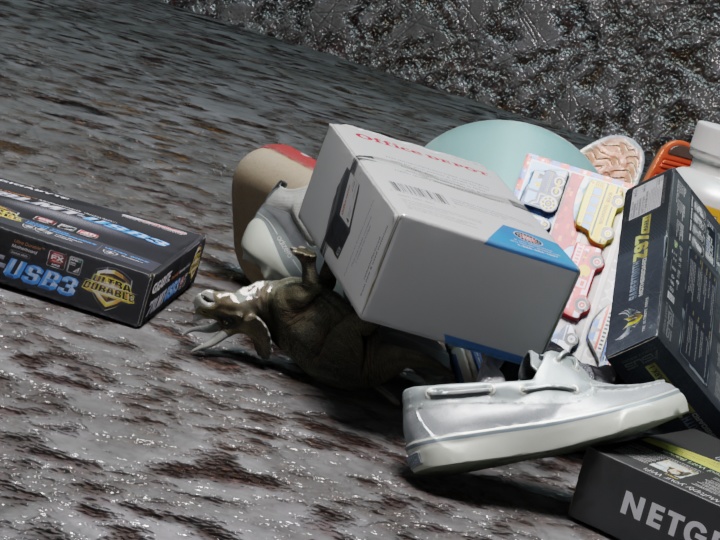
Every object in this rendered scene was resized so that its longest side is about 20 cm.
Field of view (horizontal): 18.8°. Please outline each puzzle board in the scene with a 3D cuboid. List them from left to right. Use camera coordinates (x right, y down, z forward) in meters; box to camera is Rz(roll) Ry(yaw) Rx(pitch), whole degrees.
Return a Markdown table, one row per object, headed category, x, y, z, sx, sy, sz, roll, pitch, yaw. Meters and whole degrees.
| category | x | y | z | sx | sy | sz | roll | pitch | yaw |
| --- | --- | --- | --- | --- | --- | --- | --- | --- | --- |
| puzzle board | 0.179 | 0.010 | 1.794 | 0.150 | 0.201 | 0.017 | 17 | -20 | 10 |

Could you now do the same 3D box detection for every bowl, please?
| category | x | y | z | sx | sy | sz | roll | pitch | yaw |
| --- | --- | --- | --- | --- | --- | --- | --- | --- | --- |
| bowl | 0.119 | -0.018 | 1.902 | 0.200 | 0.202 | 0.105 | 15 | 31 | 1 |

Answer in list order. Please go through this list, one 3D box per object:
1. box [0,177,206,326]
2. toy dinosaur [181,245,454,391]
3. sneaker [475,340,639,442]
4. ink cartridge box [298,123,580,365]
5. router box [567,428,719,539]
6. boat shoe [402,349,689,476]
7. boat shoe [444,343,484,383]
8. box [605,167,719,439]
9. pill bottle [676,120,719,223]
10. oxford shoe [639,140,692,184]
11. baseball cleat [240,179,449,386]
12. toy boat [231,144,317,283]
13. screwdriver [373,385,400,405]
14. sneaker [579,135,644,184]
| category | x | y | z | sx | sy | sz | roll | pitch | yaw |
| --- | --- | --- | --- | --- | --- | --- | --- | --- | --- |
| box | -0.239 | -0.021 | 1.730 | 0.199 | 0.050 | 0.199 | 17 | 12 | 5 |
| toy dinosaur | -0.021 | 0.043 | 1.611 | 0.199 | 0.103 | 0.077 | 25 | 16 | 7 |
| sneaker | 0.148 | 0.098 | 1.589 | 0.113 | 0.076 | 0.200 | 19 | 12 | 16 |
| ink cartridge box | 0.051 | -0.021 | 1.574 | 0.144 | 0.084 | 0.200 | 15 | 17 | -20 |
| router box | 0.263 | 0.169 | 1.451 | 0.199 | 0.053 | 0.157 | 23 | 14 | 34 |
| boat shoe | 0.123 | 0.087 | 1.457 | 0.200 | 0.072 | 0.070 | -9 | -11 | -16 |
| boat shoe | 0.092 | 0.015 | 1.758 | 0.072 | 0.072 | 0.201 | -15 | 49 | 0 |
| box | 0.253 | 0.043 | 1.642 | 0.158 | 0.051 | 0.201 | 47 | 35 | -26 |
| pill bottle | 0.300 | -0.021 | 1.876 | 0.112 | 0.201 | 0.113 | 16 | 9 | -2 |
| oxford shoe | 0.261 | -0.030 | 2.046 | 0.071 | 0.201 | 0.073 | 15 | 8 | -25 |
| baseball cleat | 0.000 | 0.000 | 1.690 | 0.199 | 0.107 | 0.070 | 33 | 7 | 14 |
| toy boat | -0.014 | -0.034 | 1.831 | 0.130 | 0.131 | 0.200 | -15 | 27 | -30 |
| screwdriver | -0.022 | 0.059 | 1.685 | 0.029 | 0.028 | 0.200 | -26 | 35 | -29 |
| sneaker | 0.192 | -0.042 | 2.051 | 0.071 | 0.200 | 0.080 | 39 | -6 | 8 |
